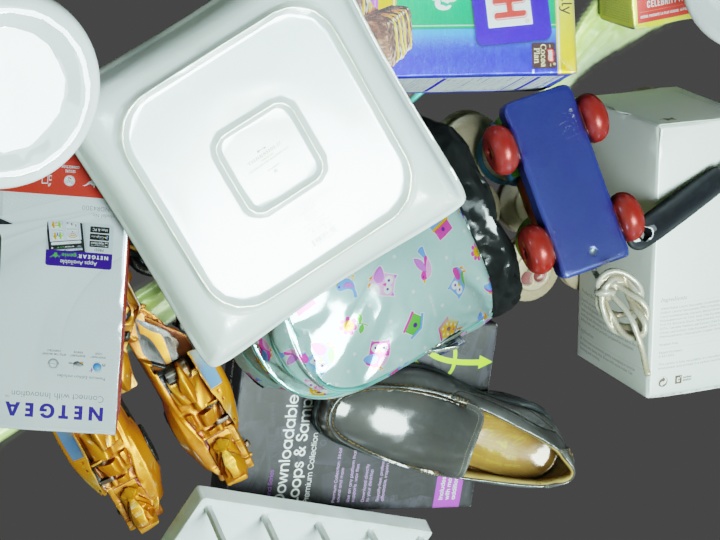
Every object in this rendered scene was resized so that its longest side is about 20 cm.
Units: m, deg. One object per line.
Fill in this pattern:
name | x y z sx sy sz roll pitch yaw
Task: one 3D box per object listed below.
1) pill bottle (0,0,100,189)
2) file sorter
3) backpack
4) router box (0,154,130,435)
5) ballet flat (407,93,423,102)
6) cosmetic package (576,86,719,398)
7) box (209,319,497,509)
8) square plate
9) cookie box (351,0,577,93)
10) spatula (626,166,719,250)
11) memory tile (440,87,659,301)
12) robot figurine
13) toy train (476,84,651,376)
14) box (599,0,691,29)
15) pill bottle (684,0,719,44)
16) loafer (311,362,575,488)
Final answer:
pill bottle | -0.235 -0.125 1.298 0.115 0.200 0.116 -7 109 -23
file sorter | -0.044 0.250 1.514 0.200 0.125 0.139 13 123 -36
backpack | 0.000 0.000 1.474 0.200 0.127 0.167 -30 100 -22
router box | -0.244 0.006 1.381 0.199 0.049 0.180 3 103 -4
ballet flat | 0.073 -0.193 1.508 0.200 0.068 0.067 -42 99 -13
cosmetic package | 0.216 -0.022 1.578 0.085 0.108 0.201 -6 110 -23
box | -0.005 0.101 1.573 0.199 0.036 0.143 1 106 -24
square plate | -0.057 -0.071 1.354 0.200 0.028 0.198 -33 106 -9
cookie box | 0.034 -0.203 1.426 0.199 0.075 0.172 -3 88 -14
spatula | 0.263 -0.073 1.510 0.200 0.021 0.057 -34 104 -8
memory tile | 0.144 -0.053 1.604 0.199 0.017 0.154 -9 109 -22
robot figurine | -0.156 0.069 1.468 0.145 0.058 0.200 -29 113 -1
toy train | 0.139 -0.018 1.502 0.084 0.116 0.201 -20 90 -14
box | 0.204 -0.275 1.541 0.075 0.050 0.201 -12 111 -22
pill bottle | 0.320 -0.200 1.557 0.200 0.112 0.112 1 108 -53
loafer | 0.063 0.112 1.547 0.199 0.072 0.073 9 104 -26
